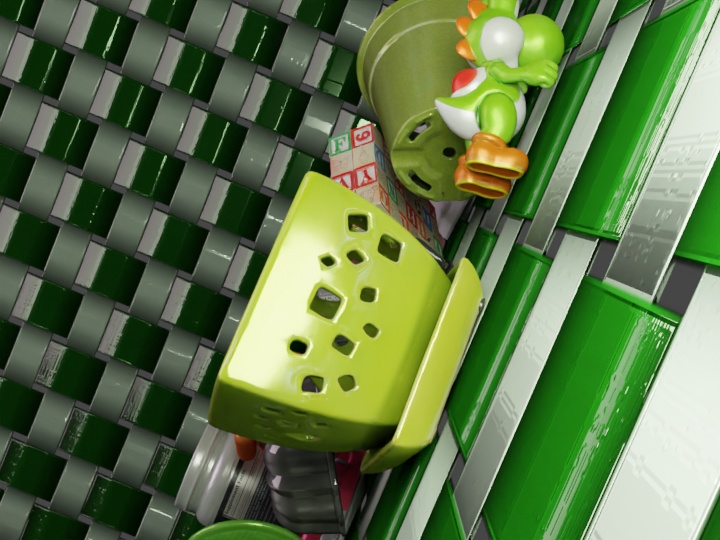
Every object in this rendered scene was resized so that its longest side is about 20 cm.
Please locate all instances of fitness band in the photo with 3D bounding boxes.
[{"bbox_3d":[-0.044,0.300,1.345,0.144,0.037,0.200,116,178,-66],"label":"fitness band"}]

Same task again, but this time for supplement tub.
[{"bbox_3d":[-0.138,0.302,1.491,0.140,0.200,0.141,-157,90,-89],"label":"supplement tub"}]

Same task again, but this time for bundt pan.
[{"bbox_3d":[-0.068,0.197,1.198,0.202,0.076,0.202,171,90,-87],"label":"bundt pan"}]

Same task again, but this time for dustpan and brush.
[{"bbox_3d":[0.082,-0.156,1.416,0.057,0.200,0.140,-33,-18,-30],"label":"dustpan and brush"}]

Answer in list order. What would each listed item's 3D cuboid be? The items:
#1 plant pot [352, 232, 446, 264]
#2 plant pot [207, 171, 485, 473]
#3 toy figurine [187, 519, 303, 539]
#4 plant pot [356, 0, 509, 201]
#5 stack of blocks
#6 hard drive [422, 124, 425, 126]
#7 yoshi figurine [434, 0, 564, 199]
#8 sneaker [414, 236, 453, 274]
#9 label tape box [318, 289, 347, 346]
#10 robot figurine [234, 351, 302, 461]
[{"bbox_3d":[0.000,0.000,1.495,0.200,0.179,0.200,-158,90,-89],"label":"plant pot"},{"bbox_3d":[-0.011,0.062,0.945,0.200,0.181,0.199,116,177,-70],"label":"plant pot"},{"bbox_3d":[-0.117,0.395,1.133,0.184,0.150,0.200,-88,-15,-51],"label":"toy figurine"},{"bbox_3d":[0.094,-0.178,1.200,0.190,0.200,0.200,-89,18,-51],"label":"plant pot"},{"bbox_3d":[0.034,-0.069,1.306,0.200,0.058,0.115,46,-148,-52],"label":"stack of blocks"},{"bbox_3d":[0.106,-0.190,1.436,0.042,0.135,0.200,-30,-14,-17],"label":"hard drive"},{"bbox_3d":[0.147,-0.172,1.030,0.112,0.112,0.200,31,-118,-52],"label":"yoshi figurine"},{"bbox_3d":[0.059,0.015,1.254,0.199,0.076,0.114,-93,27,-79],"label":"sneaker"},{"bbox_3d":[-0.016,0.093,1.255,0.200,0.063,0.144,-106,9,-72],"label":"label tape box"},{"bbox_3d":[-0.086,0.176,1.382,0.200,0.116,0.144,84,-160,-62],"label":"robot figurine"}]
